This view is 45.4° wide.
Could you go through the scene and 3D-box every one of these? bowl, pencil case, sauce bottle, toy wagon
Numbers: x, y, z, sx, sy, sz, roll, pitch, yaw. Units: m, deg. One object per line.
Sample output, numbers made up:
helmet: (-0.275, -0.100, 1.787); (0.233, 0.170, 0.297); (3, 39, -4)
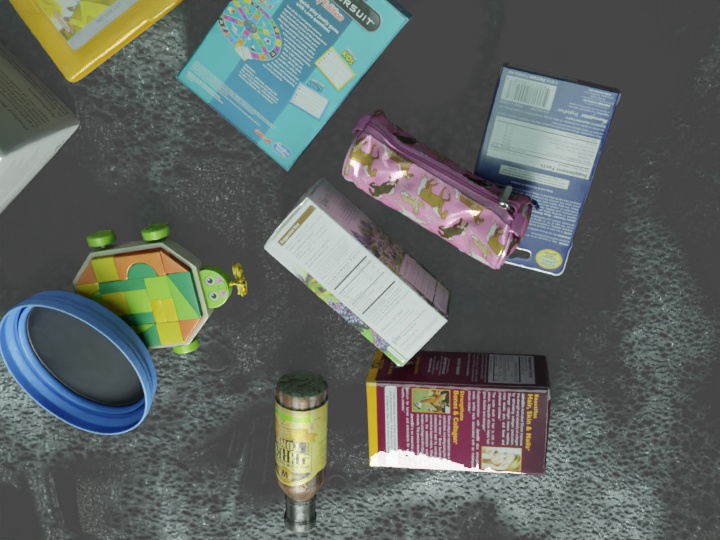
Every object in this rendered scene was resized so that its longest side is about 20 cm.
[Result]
bowl: (-0.332, 0.109, 1.020); (0.200, 0.039, 0.201); (12, 129, 15)
pencil case: (0.076, -0.083, 0.866); (0.199, 0.083, 0.087); (32, 118, 14)
sauce bottle: (-0.071, 0.223, 1.038); (0.064, 0.065, 0.201); (3, 111, 8)
toy wagon: (-0.232, 0.024, 1.001); (0.199, 0.040, 0.156); (-7, 110, 12)

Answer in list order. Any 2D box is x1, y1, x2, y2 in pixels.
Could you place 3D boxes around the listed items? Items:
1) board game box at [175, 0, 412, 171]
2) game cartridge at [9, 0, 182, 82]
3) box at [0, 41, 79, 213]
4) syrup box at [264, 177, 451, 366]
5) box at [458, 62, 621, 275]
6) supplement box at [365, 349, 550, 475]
board game box: (-0.068, -0.227, 0.875); (0.151, 0.047, 0.200); (40, 111, -7)
game cartridge: (-0.276, -0.321, 0.881); (0.199, 0.032, 0.177); (-31, 103, 19)
box: (-0.455, -0.146, 0.900); (0.200, 0.171, 0.199); (-41, 100, 20)
syrup box: (0.000, 0.000, 0.934); (0.200, 0.079, 0.081); (40, 112, -7)
box: (0.179, -0.102, 0.892); (0.121, 0.032, 0.201); (14, 112, 4)
supplement box: (0.110, 0.158, 0.973); (0.199, 0.086, 0.111); (1, 111, 9)
